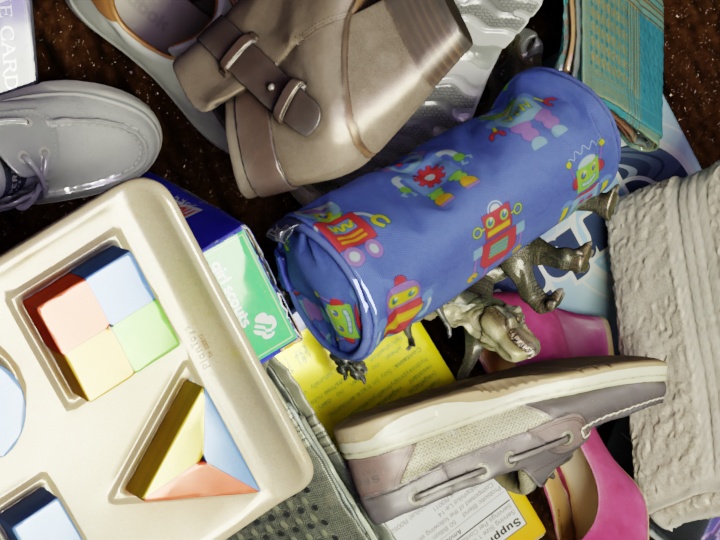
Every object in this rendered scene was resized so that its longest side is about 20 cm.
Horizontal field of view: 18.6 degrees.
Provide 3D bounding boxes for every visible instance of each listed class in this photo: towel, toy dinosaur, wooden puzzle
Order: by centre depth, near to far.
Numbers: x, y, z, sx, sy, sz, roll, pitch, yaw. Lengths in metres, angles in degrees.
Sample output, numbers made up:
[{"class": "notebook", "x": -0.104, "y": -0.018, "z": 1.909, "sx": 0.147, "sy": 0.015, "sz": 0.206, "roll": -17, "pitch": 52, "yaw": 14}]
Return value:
[{"class": "wooden puzzle", "x": -0.138, "y": 0.081, "z": 1.053, "sx": 0.199, "sy": 0.046, "sz": 0.186, "roll": -31, "pitch": 109, "yaw": -14}, {"class": "toy dinosaur", "x": 0.000, "y": 0.000, "z": 1.161, "sx": 0.200, "sy": 0.047, "sz": 0.088, "roll": 42, "pitch": 65, "yaw": -7}, {"class": "towel", "x": -0.071, "y": 0.145, "z": 1.209, "sx": 0.193, "sy": 0.199, "sz": 0.035, "roll": 61, "pitch": 37, "yaw": -14}, {"class": "towel", "x": 0.196, "y": 0.039, "z": 1.228, "sx": 0.034, "sy": 0.132, "sz": 0.201, "roll": 5, "pitch": 72, "yaw": -39}, {"class": "toy dinosaur", "x": 0.082, "y": -0.032, "z": 1.237, "sx": 0.102, "sy": 0.077, "sz": 0.201, "roll": 21, "pitch": 91, "yaw": 20}, {"class": "towel", "x": 0.142, "y": -0.180, "z": 1.241, "sx": 0.147, "sy": 0.022, "sz": 0.201, "roll": 27, "pitch": 62, "yaw": -61}]

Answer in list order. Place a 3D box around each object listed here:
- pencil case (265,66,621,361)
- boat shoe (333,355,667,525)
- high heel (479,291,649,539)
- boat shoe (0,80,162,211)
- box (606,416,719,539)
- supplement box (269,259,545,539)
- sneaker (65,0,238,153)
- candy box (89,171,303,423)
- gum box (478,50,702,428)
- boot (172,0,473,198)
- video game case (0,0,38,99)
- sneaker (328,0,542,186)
[{"class": "pencil case", "x": 0.042, "y": -0.032, "z": 1.124, "sx": 0.200, "sy": 0.087, "sz": 0.078, "roll": -33, "pitch": 134, "yaw": -30}, {"class": "boat shoe", "x": 0.080, "y": 0.088, "z": 1.177, "sx": 0.199, "sy": 0.072, "sz": 0.065, "roll": -12, "pitch": 94, "yaw": -29}, {"class": "high heel", "x": 0.105, "y": 0.107, "z": 1.235, "sx": 0.096, "sy": 0.067, "sz": 0.201, "roll": 10, "pitch": 66, "yaw": -27}, {"class": "boat shoe", "x": -0.198, "y": -0.059, "z": 1.170, "sx": 0.199, "sy": 0.069, "sz": 0.072, "roll": 2, "pitch": 119, "yaw": -24}, {"class": "box", "x": 0.252, "y": 0.069, "z": 1.305, "sx": 0.147, "sy": 0.104, "sz": 0.201, "roll": 6, "pitch": 111, "yaw": -35}, {"class": "supplement box", "x": -0.003, "y": 0.093, "z": 1.251, "sx": 0.109, "sy": 0.109, "sz": 0.201, "roll": -35, "pitch": 106, "yaw": -13}, {"class": "sneaker", "x": -0.073, "y": -0.112, "z": 1.213, "sx": 0.200, "sy": 0.085, "sz": 0.073, "roll": 32, "pitch": 84, "yaw": -22}, {"class": "candy box", "x": -0.154, "y": 0.038, "z": 1.156, "sx": 0.200, "sy": 0.169, "sz": 0.077, "roll": -32, "pitch": 111, "yaw": -13}, {"class": "gum box", "x": 0.131, "y": -0.019, "z": 1.321, "sx": 0.170, "sy": 0.045, "sz": 0.201, "roll": -35, "pitch": 106, "yaw": -13}, {"class": "boot", "x": -0.032, "y": -0.138, "z": 1.135, "sx": 0.146, "sy": 0.201, "sz": 0.070, "roll": -30, "pitch": 145, "yaw": 14}, {"class": "video game case", "x": -0.275, "y": -0.146, "z": 1.169, "sx": 0.199, "sy": 0.019, "sz": 0.144, "roll": -7, "pitch": 99, "yaw": -20}, {"class": "sneaker", "x": 0.037, "y": -0.127, "z": 1.200, "sx": 0.075, "sy": 0.082, "sz": 0.200, "roll": 29, "pitch": 117, "yaw": -28}]
